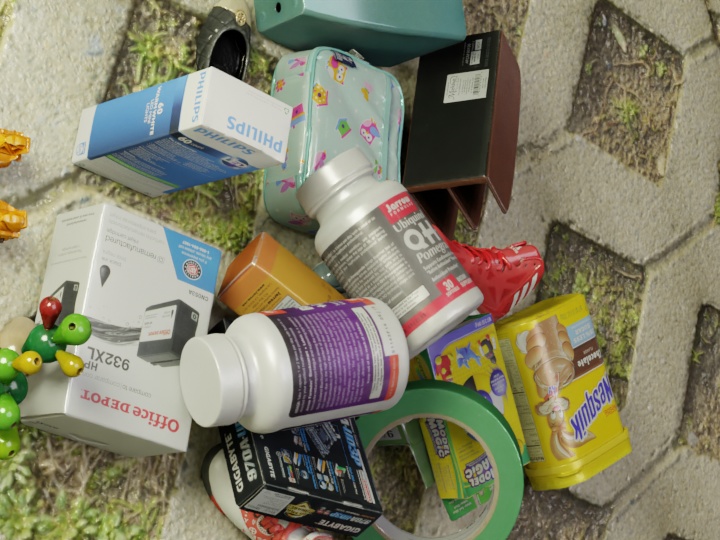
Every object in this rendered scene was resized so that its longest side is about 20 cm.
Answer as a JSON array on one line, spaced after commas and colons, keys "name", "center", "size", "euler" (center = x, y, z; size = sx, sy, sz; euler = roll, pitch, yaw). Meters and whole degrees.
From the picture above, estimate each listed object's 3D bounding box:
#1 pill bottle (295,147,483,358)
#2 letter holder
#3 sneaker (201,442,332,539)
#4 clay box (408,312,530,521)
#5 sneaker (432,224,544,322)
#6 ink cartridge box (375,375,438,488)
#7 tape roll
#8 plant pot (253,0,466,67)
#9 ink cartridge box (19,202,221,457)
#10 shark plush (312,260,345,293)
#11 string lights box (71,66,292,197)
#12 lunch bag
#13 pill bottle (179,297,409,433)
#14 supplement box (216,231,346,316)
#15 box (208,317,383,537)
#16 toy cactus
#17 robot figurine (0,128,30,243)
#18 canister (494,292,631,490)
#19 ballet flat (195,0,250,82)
[{"name": "pill bottle", "center": [0.024, -0.018, 1.645], "size": [0.110, 0.111, 0.201], "euler": [-31, 82, -43]}, {"name": "letter holder", "center": [0.128, -0.143, 1.869], "size": [0.142, 0.100, 0.202], "euler": [52, 38, -50]}, {"name": "sneaker", "center": [-0.070, 0.253, 1.629], "size": [0.067, 0.108, 0.202], "euler": [-42, 113, -27]}, {"name": "clay box", "center": [0.118, 0.159, 1.797], "size": [0.114, 0.047, 0.202], "euler": [-22, 99, -43]}, {"name": "sneaker", "center": [0.134, -0.016, 1.852], "size": [0.115, 0.079, 0.200], "euler": [-37, 145, 0]}, {"name": "ink cartridge box", "center": [0.048, 0.126, 1.809], "size": [0.104, 0.059, 0.202], "euler": [-32, 106, -43]}, {"name": "tape roll", "center": [0.071, 0.217, 1.728], "size": [0.048, 0.199, 0.202], "euler": [-60, 133, -80]}, {"name": "plant pot", "center": [-0.013, -0.305, 1.778], "size": [0.199, 0.141, 0.143], "euler": [-3, 85, -37]}, {"name": "ink cartridge box", "center": [-0.222, 0.058, 1.536], "size": [0.144, 0.083, 0.202], "euler": [24, 67, -40]}, {"name": "shark plush", "center": [0.000, 0.000, 1.723], "size": [0.198, 0.084, 0.092], "euler": [-1, 123, -15]}, {"name": "string lights box", "center": [-0.168, -0.125, 1.541], "size": [0.102, 0.199, 0.060], "euler": [24, 67, -40]}, {"name": "lunch bag", "center": [-0.022, -0.136, 1.773], "size": [0.160, 0.077, 0.202], "euler": [17, 72, -41]}, {"name": "pill bottle", "center": [-0.063, 0.090, 1.544], "size": [0.199, 0.111, 0.113], "euler": [-7, 88, -34]}, {"name": "supplement box", "center": [-0.047, 0.054, 1.675], "size": [0.199, 0.069, 0.067], "euler": [38, 29, -14]}, {"name": "box", "center": [-0.070, 0.154, 1.633], "size": [0.158, 0.046, 0.201], "euler": [21, 39, -41]}, {"name": "toy cactus", "center": [-0.310, 0.087, 1.419], "size": [0.102, 0.200, 0.165], "euler": [34, 18, -18]}, {"name": "robot figurine", "center": [-0.381, -0.089, 1.422], "size": [0.199, 0.058, 0.147], "euler": [9, 75, -44]}, {"name": "canister", "center": [0.237, 0.142, 1.977], "size": [0.148, 0.086, 0.202], "euler": [-22, 97, -45]}, {"name": "ballet flat", "center": [-0.138, -0.191, 1.683], "size": [0.066, 0.057, 0.202], "euler": [26, 65, -40]}]
